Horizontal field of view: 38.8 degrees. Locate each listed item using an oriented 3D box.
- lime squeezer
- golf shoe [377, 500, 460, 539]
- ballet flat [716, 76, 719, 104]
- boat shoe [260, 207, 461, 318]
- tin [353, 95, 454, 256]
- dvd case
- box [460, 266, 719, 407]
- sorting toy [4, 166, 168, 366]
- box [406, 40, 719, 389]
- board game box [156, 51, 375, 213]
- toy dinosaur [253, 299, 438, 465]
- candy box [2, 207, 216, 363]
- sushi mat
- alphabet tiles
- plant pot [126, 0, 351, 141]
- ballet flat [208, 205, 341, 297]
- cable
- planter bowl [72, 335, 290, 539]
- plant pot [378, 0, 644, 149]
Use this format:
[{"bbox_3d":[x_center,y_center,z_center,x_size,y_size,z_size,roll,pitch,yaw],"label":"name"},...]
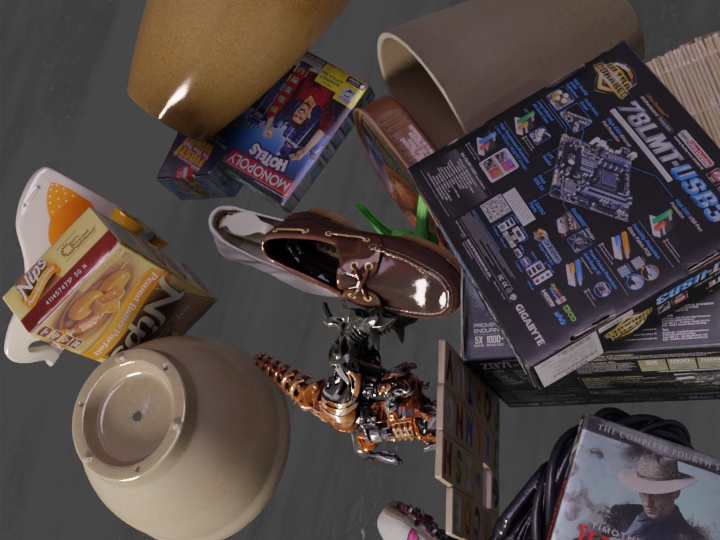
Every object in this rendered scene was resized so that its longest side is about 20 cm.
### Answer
[{"bbox_3d":[0.036,-0.035,0.939,0.038,0.200,0.071,-41,100,-13],"label":"lime squeezer"},{"bbox_3d":[0.072,0.277,0.834,0.092,0.073,0.200,-46,61,2],"label":"golf shoe"},{"bbox_3d":[0.369,-0.222,0.912,0.071,0.071,0.200,38,89,29],"label":"ballet flat"},{"bbox_3d":[0.000,0.000,0.894,0.199,0.070,0.071,18,117,34],"label":"boat shoe"},{"bbox_3d":[0.057,-0.080,0.953,0.042,0.112,0.201,-31,62,-4],"label":"tin"},{"bbox_3d":[0.208,0.225,0.764,0.145,0.022,0.201,18,74,8],"label":"dvd case"},{"bbox_3d":[0.195,0.048,0.818,0.198,0.164,0.087,-5,69,21],"label":"box"},{"bbox_3d":[-0.293,0.013,1.041,0.106,0.200,0.181,28,86,6],"label":"sorting toy"},{"bbox_3d":[0.163,-0.047,0.750,0.198,0.050,0.201,-30,57,2],"label":"box"},{"bbox_3d":[-0.110,-0.142,1.074,0.199,0.062,0.201,34,86,29],"label":"board game box"},{"bbox_3d":[-0.001,0.101,0.921,0.198,0.102,0.137,10,95,-3],"label":"toy dinosaur"},{"bbox_3d":[-0.233,0.027,0.980,0.115,0.200,0.055,-45,65,1],"label":"candy box"},{"bbox_3d":[0.320,-0.104,0.868,0.095,0.012,0.201,-22,87,15],"label":"sushi mat"},{"bbox_3d":[0.088,0.130,0.810,0.007,0.200,0.169,-3,69,18],"label":"alphabet tiles"},{"bbox_3d":[-0.140,-0.236,1.000,0.186,0.186,0.201,41,102,29],"label":"plant pot"},{"bbox_3d":[-0.070,-0.023,1.010,0.199,0.069,0.070,15,77,26],"label":"ballet flat"},{"bbox_3d":[0.206,0.204,0.801,0.163,0.051,0.200,40,76,18],"label":"cable"},{"bbox_3d":[-0.183,0.147,0.953,0.199,0.135,0.202,-8,67,20],"label":"planter bowl"},{"bbox_3d":[0.148,-0.176,0.924,0.199,0.188,0.188,-30,61,-8],"label":"plant pot"}]
